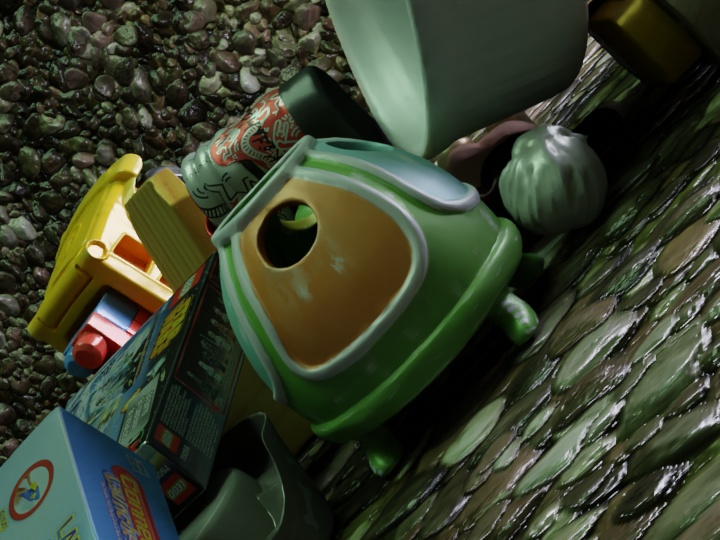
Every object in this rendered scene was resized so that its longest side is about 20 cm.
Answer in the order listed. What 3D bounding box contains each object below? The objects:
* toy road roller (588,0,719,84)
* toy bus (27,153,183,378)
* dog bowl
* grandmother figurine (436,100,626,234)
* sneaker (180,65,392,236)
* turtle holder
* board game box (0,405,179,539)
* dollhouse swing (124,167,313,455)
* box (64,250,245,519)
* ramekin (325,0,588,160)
[{"bbox_3d":[0.150,-0.188,0.883,0.123,0.146,0.200,-47,7,5],"label":"toy road roller"},{"bbox_3d":[-0.142,0.040,1.236,0.136,0.200,0.192,-49,14,32],"label":"toy bus"},{"bbox_3d":[-0.091,0.159,0.776,0.200,0.059,0.200,-47,7,7],"label":"dog bowl"},{"bbox_3d":[0.090,-0.053,0.881,0.121,0.061,0.200,-39,10,3],"label":"grandmother figurine"},{"bbox_3d":[-0.023,-0.037,0.960,0.108,0.067,0.201,-33,-32,12],"label":"sneaker"},{"bbox_3d":[0.006,-0.005,0.799,0.141,0.132,0.186,-43,8,34],"label":"turtle holder"},{"bbox_3d":[-0.144,0.185,0.638,0.196,0.056,0.200,-46,33,10],"label":"board game box"},{"bbox_3d":[-0.129,0.065,1.055,0.182,0.176,0.200,-49,8,-13],"label":"dollhouse swing"},{"bbox_3d":[-0.119,0.087,0.854,0.137,0.040,0.200,-44,15,23],"label":"box"},{"bbox_3d":[0.042,-0.166,0.879,0.098,0.201,0.200,-20,3,-9],"label":"ramekin"}]
